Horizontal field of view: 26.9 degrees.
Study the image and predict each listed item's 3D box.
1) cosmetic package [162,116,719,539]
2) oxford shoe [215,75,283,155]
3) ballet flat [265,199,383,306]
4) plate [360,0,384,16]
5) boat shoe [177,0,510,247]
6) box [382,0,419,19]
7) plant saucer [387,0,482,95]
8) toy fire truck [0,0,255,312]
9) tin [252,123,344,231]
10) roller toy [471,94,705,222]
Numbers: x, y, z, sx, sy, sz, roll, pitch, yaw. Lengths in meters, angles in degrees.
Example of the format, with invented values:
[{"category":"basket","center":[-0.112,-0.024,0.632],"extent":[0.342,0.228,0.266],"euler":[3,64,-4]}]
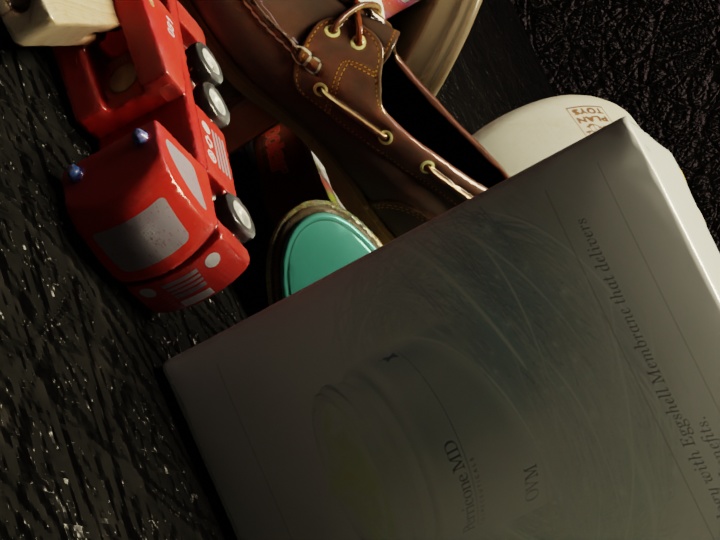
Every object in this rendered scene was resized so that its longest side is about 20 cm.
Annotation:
[{"category":"cosmetic package","center":[0.064,0.081,0.571],"extent":[0.201,0.199,0.123],"euler":[64,16,9]},{"category":"oxford shoe","center":[-0.056,-0.115,0.777],"extent":[0.073,0.071,0.200],"euler":[56,15,-9]},{"category":"ballet flat","center":[0.009,0.053,0.729],"extent":[0.201,0.070,0.071],"euler":[58,14,-17]},{"category":"plate","center":[-0.073,-0.242,0.880],"extent":[0.200,0.032,0.200],"euler":[45,0,36]},{"category":"boat shoe","center":[-0.006,-0.091,0.688],"extent":[0.200,0.070,0.071],"euler":[46,40,-20]},{"category":"box","center":[-0.042,-0.269,1.062],"extent":[0.201,0.094,0.103],"euler":[56,15,-27]},{"category":"plant saucer","center":[0.047,-0.193,1.113],"extent":[0.029,0.201,0.201],"euler":[21,27,-13]},{"category":"toy fire truck","center":[-0.108,-0.095,0.587],"extent":[0.141,0.049,0.201],"euler":[47,21,-47]},{"category":"tin","center":[0.000,0.000,0.812],"extent":[0.200,0.042,0.112],"euler":[56,11,-41]},{"category":"roller toy","center":[0.139,-0.027,1.058],"extent":[0.140,0.199,0.182],"euler":[61,8,32]}]
